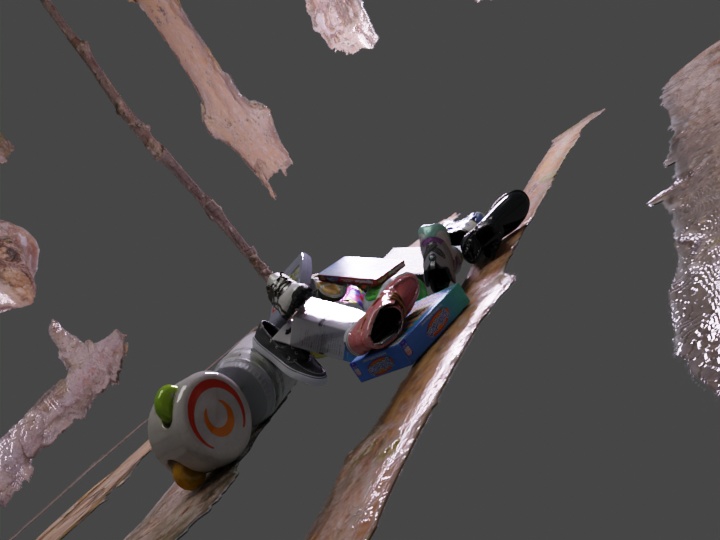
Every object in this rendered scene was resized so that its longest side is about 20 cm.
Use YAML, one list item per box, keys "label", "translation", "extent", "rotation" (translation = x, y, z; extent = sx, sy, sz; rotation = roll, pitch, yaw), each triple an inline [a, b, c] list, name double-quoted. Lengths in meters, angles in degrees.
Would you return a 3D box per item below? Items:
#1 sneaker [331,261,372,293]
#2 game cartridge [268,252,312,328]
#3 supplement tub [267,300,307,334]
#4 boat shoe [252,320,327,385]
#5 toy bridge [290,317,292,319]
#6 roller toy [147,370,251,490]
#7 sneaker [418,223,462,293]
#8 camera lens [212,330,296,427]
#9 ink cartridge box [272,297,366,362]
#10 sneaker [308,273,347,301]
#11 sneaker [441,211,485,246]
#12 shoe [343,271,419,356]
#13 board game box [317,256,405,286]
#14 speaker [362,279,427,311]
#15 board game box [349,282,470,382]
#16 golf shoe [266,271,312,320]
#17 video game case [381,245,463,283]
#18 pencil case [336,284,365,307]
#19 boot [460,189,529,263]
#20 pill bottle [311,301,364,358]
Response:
- label: "sneaker"
  translation: [0.020, 0.030, 1.740]
  extent: [0.196, 0.082, 0.072]
  rotation: [10, 28, 15]
- label: "game cartridge"
  translation: [-0.170, 0.051, 1.743]
  extent: [0.133, 0.041, 0.202]
  rotation: [-41, 28, 31]
- label: "supplement tub"
  translation: [-0.183, 0.181, 1.810]
  extent: [0.198, 0.142, 0.140]
  rotation: [-32, 6, 24]
- label: "boat shoe"
  translation: [-0.145, 0.167, 1.481]
  extent: [0.069, 0.198, 0.067]
  rotation: [-11, -55, -52]
- label: "toy bridge"
  translation: [-0.155, 0.182, 1.644]
  extent: [0.027, 0.066, 0.204]
  rotation: [-44, -31, -55]
- label: "roller toy"
  translation: [-0.317, 0.306, 1.391]
  extent: [0.139, 0.203, 0.181]
  rotation: [-29, -3, 36]
- label: "sneaker"
  translation: [0.164, 0.009, 1.445]
  extent: [0.076, 0.143, 0.200]
  rotation: [-11, -27, 21]
- label: "camera lens"
  translation: [-0.232, 0.236, 1.561]
  extent: [0.159, 0.161, 0.200]
  rotation: [-32, 7, 22]
- label: "ink cartridge box"
  translation: [-0.071, 0.117, 1.453]
  extent: [0.116, 0.196, 0.068]
  rotation: [-49, -30, -66]
- label: "sneaker"
  translation: [-0.077, 0.062, 1.713]
  extent: [0.074, 0.090, 0.200]
  rotation: [-9, 9, -18]
- label: "sneaker"
  translation: [0.230, -0.079, 1.802]
  extent: [0.115, 0.081, 0.198]
  rotation: [-37, 7, -37]
- label: "shoe"
  translation: [0.057, 0.070, 1.234]
  extent: [0.200, 0.072, 0.091]
  rotation: [-45, 11, -30]
- label: "board game box"
  translation: [0.000, 0.000, 1.642]
  extent: [0.198, 0.020, 0.102]
  rotation: [4, 30, 45]
- label: "speaker"
  translation: [0.072, 0.064, 1.555]
  extent: [0.088, 0.089, 0.199]
  rotation: [-37, 6, -22]
- label: "board game box"
  translation: [0.089, 0.111, 1.268]
  extent: [0.200, 0.045, 0.151]
  rotation: [-41, 7, -39]
- label: "golf shoe"
  translation: [-0.159, 0.047, 1.464]
  extent: [0.078, 0.095, 0.200]
  rotation: [-44, 2, -19]
- label: "video game case"
  translation: [0.138, -0.015, 1.668]
  extent: [0.196, 0.026, 0.181]
  rotation: [-1, 22, 25]
- label: "pencil case"
  translation: [-0.026, 0.096, 1.881]
  extent: [0.088, 0.089, 0.200]
  rotation: [-33, 5, 15]
- label: "boot"
  translation: [0.298, -0.094, 1.533]
  extent: [0.200, 0.077, 0.168]
  rotation: [-42, 1, 7]
- label: "pill bottle"
  translation: [-0.066, 0.136, 1.636]
  extent: [0.112, 0.113, 0.199]
  rotation: [-38, 6, -32]
